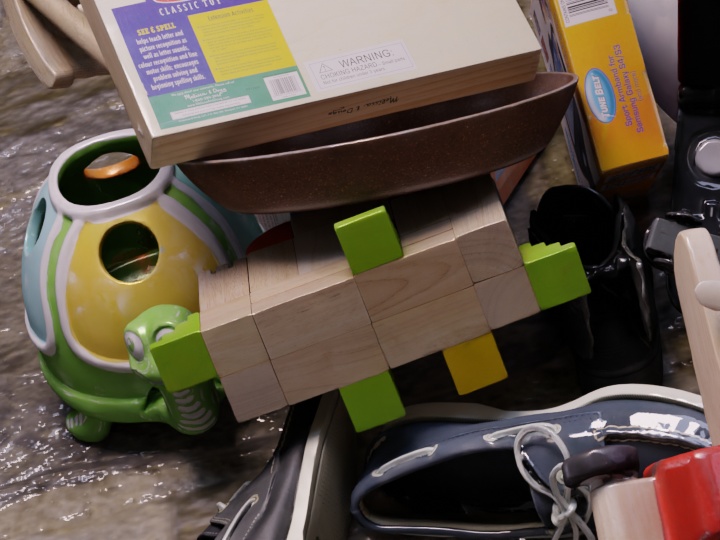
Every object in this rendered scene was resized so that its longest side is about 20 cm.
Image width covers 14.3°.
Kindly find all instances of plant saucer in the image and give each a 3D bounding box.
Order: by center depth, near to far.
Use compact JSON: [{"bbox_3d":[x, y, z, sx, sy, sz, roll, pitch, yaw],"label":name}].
[{"bbox_3d":[0.010,-0.060,1.387,0.200,0.035,0.200,-11,10,2],"label":"plant saucer"}]

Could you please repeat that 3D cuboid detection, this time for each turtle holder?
[{"bbox_3d":[-0.118,0.012,1.489,0.141,0.132,0.186,-2,35,19],"label":"turtle holder"}]

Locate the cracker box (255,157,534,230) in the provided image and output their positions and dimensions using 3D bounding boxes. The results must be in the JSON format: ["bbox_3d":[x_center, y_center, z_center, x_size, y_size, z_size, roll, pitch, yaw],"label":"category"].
[{"bbox_3d":[-0.010,-0.067,1.627,0.200,0.058,0.134,3,36,26],"label":"cracker box"}]

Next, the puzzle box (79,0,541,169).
[{"bbox_3d":[-0.029,-0.126,1.383,0.200,0.025,0.133,-13,56,-16],"label":"puzzle box"}]

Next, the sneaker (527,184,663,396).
[{"bbox_3d":[0.117,-0.008,1.442,0.060,0.104,0.200,-15,33,3],"label":"sneaker"}]

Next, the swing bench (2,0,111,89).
[{"bbox_3d":[-0.067,-0.156,1.563,0.199,0.130,0.200,-10,19,-38],"label":"swing bench"}]

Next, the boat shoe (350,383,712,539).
[{"bbox_3d":[0.088,0.095,1.329,0.200,0.075,0.062,0,35,26],"label":"boat shoe"}]

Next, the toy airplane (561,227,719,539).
[{"bbox_3d":[0.171,0.106,1.170,0.141,0.200,0.199,-16,28,10],"label":"toy airplane"}]

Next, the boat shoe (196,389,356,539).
[{"bbox_3d":[-0.044,0.118,1.353,0.068,0.072,0.200,0,38,16],"label":"boat shoe"}]

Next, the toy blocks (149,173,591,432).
[{"bbox_3d":[0.000,0.000,1.379,0.200,0.100,0.137,-20,21,3],"label":"toy blocks"}]

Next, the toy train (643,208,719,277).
[{"bbox_3d":[0.229,0.016,1.356,0.200,0.046,0.034,18,82,1],"label":"toy train"}]

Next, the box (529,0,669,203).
[{"bbox_3d":[0.122,-0.100,1.503,0.041,0.119,0.200,-15,-6,-1],"label":"box"}]

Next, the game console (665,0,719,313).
[{"bbox_3d":[0.247,-0.064,1.362,0.200,0.119,0.172,4,79,10],"label":"game console"}]

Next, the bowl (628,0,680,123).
[{"bbox_3d":[0.223,-0.128,1.489,0.201,0.201,0.090,-6,35,15],"label":"bowl"}]
